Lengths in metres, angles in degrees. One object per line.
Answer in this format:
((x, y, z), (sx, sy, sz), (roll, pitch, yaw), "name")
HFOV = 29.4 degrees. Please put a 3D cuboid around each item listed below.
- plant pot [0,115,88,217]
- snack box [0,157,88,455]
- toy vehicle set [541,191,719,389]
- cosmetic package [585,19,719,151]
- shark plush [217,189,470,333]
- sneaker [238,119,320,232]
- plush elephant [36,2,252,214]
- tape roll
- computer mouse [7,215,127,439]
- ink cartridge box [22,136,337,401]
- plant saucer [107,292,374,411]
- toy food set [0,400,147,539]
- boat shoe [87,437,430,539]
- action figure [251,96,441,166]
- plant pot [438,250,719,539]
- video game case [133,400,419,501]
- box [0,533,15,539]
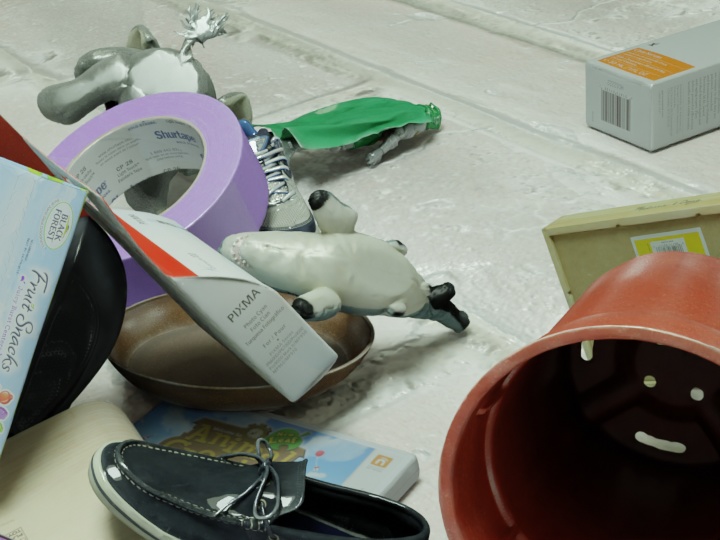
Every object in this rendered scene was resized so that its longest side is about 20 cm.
((-0.349, -0.019, 1.027), (0.199, 0.200, 0.177), (5, 64, 26), "plant pot")
((-0.251, 0.019, 0.843), (0.068, 0.169, 0.200), (21, -7, -28), "snack box")
((0.216, 0.015, 0.884), (0.026, 0.125, 0.200), (-30, 15, -37), "toy vehicle set")
((0.334, -0.191, 1.382), (0.200, 0.071, 0.101), (-20, 30, -26), "cosmetic package")
((0.000, 0.000, 0.997), (0.199, 0.091, 0.083), (6, -12, -37), "shark plush")
((-0.094, -0.078, 1.233), (0.077, 0.085, 0.200), (-15, 30, -17), "sneaker")
((-0.195, -0.161, 1.355), (0.165, 0.155, 0.200), (38, 83, 6), "plush elephant")
((-0.181, -0.060, 1.160), (0.199, 0.066, 0.201), (-12, 45, 13), "tape roll")
((-0.196, 0.058, 0.910), (0.053, 0.200, 0.139), (20, 23, -13), "computer mouse")
((-0.119, -0.014, 0.894), (0.047, 0.200, 0.160), (-45, 34, -9), "ink cartridge box")
((-0.089, 0.057, 1.004), (0.199, 0.032, 0.200), (0, 20, 0), "plant saucer")
((-0.190, 0.171, 0.784), (0.200, 0.061, 0.144), (-27, 49, -20), "toy food set")
((-0.052, 0.131, 0.765), (0.199, 0.062, 0.075), (22, 24, -6), "boat shoe")
((-0.001, -0.140, 1.366), (0.199, 0.055, 0.118), (-14, 27, -28), "action figure")
((0.167, 0.089, 0.770), (0.200, 0.201, 0.195), (5, 21, 20), "plant pot")
((-0.092, 0.147, 0.870), (0.199, 0.022, 0.182), (12, 32, 30), "video game case")
((-0.186, 0.226, 0.560), (0.176, 0.097, 0.200), (-54, 35, 5), "box")
